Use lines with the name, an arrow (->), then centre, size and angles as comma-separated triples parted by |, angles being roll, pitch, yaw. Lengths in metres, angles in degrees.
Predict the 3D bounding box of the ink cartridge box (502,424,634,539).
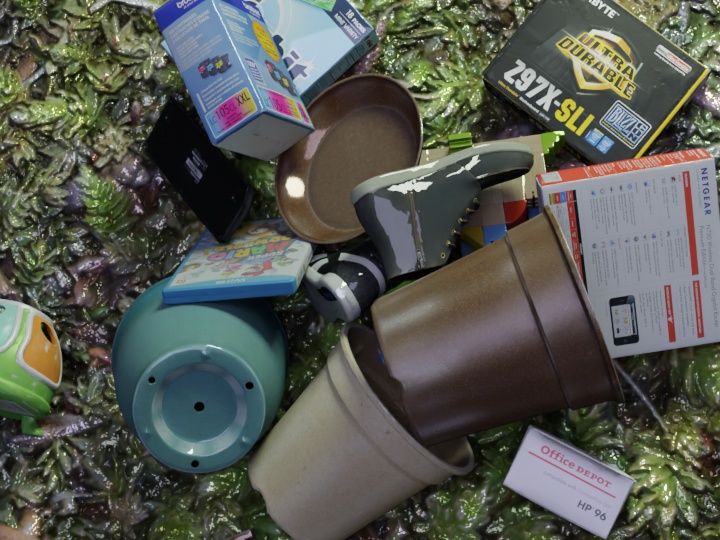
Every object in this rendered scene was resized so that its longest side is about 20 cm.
ink cartridge box -> 0.210, 0.212, 1.289 | 0.115, 0.200, 0.068 | 26, 87, 14

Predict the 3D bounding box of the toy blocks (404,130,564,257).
toy blocks -> 0.130, -0.066, 1.381 | 0.198, 0.100, 0.138 | -8, 65, 6

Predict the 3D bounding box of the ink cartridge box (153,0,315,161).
ink cartridge box -> -0.143, -0.231, 1.406 | 0.076, 0.136, 0.201 | -31, 76, 18

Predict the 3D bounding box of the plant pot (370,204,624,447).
plant pot -> 0.125, 0.065, 1.228 | 0.197, 0.200, 0.202 | -21, 78, 6

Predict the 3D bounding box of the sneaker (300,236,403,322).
sneaker -> 0.000, 0.000, 1.386 | 0.111, 0.200, 0.073 | -34, 105, -11

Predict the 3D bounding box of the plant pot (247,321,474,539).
plant pot -> -0.012, 0.191, 1.353 | 0.183, 0.200, 0.201 | -43, 76, 13

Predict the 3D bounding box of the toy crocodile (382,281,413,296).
toy crocodile -> 0.109, 0.019, 1.407 | 0.198, 0.068, 0.062 | -5, 77, 8

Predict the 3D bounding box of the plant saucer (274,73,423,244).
plant saucer -> -0.007, -0.118, 1.408 | 0.199, 0.037, 0.202 | -16, 62, 32

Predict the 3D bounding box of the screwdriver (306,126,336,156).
screwdriver -> 0.008, -0.099, 1.465 | 0.200, 0.028, 0.029 | 45, 122, 13

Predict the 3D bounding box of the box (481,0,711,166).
box -> 0.259, -0.214, 1.424 | 0.200, 0.049, 0.160 | 40, 92, 14

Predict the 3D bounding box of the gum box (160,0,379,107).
gum box -> -0.107, -0.269, 1.503 | 0.200, 0.045, 0.170 | -41, 76, 2

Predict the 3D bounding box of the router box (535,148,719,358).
router box -> 0.284, -0.012, 1.335 | 0.178, 0.049, 0.202 | -8, 107, 3

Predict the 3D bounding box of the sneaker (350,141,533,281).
sneaker -> 0.096, -0.057, 1.298 | 0.199, 0.075, 0.107 | -18, 78, -13

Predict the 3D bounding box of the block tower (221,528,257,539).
block tower -> -0.116, 0.389, 1.399 | 0.054, 0.058, 0.201 | -21, 77, 6

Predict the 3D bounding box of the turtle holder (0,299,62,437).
turtle holder -> -0.425, 0.108, 1.474 | 0.185, 0.141, 0.133 | -9, 58, 49

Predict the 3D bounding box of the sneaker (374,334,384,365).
sneaker -> 0.102, 0.101, 1.364 | 0.199, 0.077, 0.076 | 19, 127, -7

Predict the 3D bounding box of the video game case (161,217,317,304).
video game case -> -0.122, -0.015, 1.398 | 0.142, 0.200, 0.018 | -4, 112, 10

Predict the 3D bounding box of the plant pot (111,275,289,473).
plant pot -> -0.168, 0.117, 1.347 | 0.198, 0.188, 0.202 | -1, 101, -7

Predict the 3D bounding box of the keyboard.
keyboard -> -0.172, -0.125, 1.472 | 0.200, 0.039, 0.104 | 49, 115, 34
